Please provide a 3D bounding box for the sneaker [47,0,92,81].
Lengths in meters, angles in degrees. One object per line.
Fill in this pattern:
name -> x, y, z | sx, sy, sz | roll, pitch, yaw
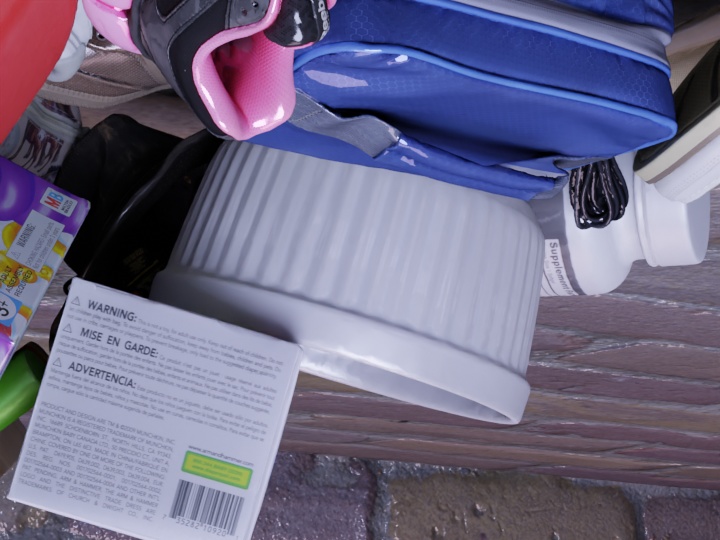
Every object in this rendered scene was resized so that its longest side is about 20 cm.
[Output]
sneaker -> -0.201, -0.121, 0.757 | 0.198, 0.100, 0.078 | 5, 168, -12

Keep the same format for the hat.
hat -> -0.123, -0.038, 1.024 | 0.200, 0.081, 0.201 | -41, 165, -13

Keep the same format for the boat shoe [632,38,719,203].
boat shoe -> 0.194, -0.085, 0.727 | 0.068, 0.075, 0.200 | 38, 126, -13

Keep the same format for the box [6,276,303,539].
box -> -0.095, 0.077, 0.893 | 0.111, 0.102, 0.200 | 16, 173, -1

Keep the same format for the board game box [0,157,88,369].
board game box -> -0.234, -0.013, 0.768 | 0.199, 0.103, 0.105 | 28, 126, -8

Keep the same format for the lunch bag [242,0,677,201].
lunch bag -> 0.037, -0.099, 0.742 | 0.198, 0.134, 0.135 | 10, 166, -31

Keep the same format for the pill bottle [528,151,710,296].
pill bottle -> 0.099, -0.040, 1.068 | 0.198, 0.112, 0.111 | -3, 168, 20

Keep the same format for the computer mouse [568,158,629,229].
computer mouse -> 0.044, -0.082, 0.958 | 0.198, 0.046, 0.141 | 17, 144, 16

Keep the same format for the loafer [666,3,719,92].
loafer -> 0.184, -0.094, 0.837 | 0.075, 0.069, 0.200 | -23, 176, -24

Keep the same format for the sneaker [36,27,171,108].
sneaker -> -0.082, -0.122, 0.861 | 0.198, 0.071, 0.076 | 1, 151, -27

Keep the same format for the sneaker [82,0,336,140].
sneaker -> -0.030, -0.123, 0.601 | 0.078, 0.096, 0.201 | -17, 150, -30

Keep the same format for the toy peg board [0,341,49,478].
toy peg board -> -0.227, 0.016, 0.952 | 0.097, 0.201, 0.199 | -35, -175, 8

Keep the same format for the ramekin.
ramekin -> 0.000, 0.000, 0.927 | 0.198, 0.106, 0.200 | 16, 172, 2

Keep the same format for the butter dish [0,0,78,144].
butter dish -> -0.165, -0.128, 0.646 | 0.200, 0.148, 0.200 | 43, 165, 4

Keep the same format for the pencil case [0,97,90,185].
pencil case -> -0.210, -0.092, 0.954 | 0.089, 0.079, 0.200 | 11, 171, 16
